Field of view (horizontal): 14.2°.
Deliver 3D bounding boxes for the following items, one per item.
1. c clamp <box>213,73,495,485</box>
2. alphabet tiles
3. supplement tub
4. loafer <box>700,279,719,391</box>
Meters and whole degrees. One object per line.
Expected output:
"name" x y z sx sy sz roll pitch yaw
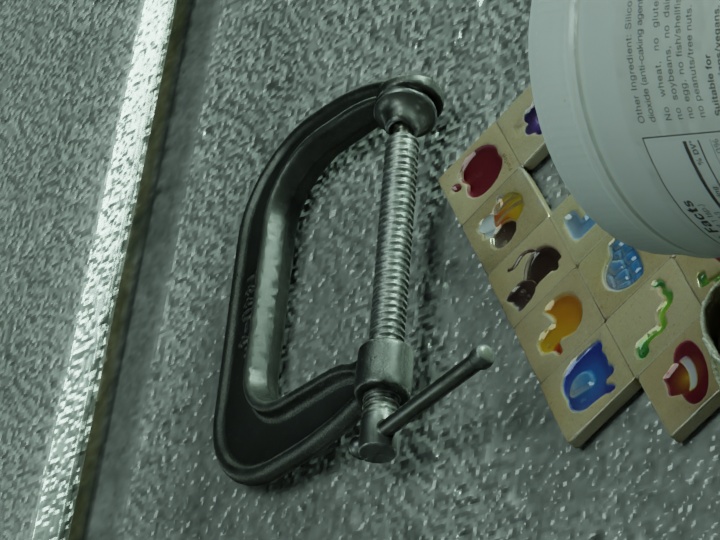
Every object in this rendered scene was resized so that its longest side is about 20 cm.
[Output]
"c clamp" 0.000 0.000 1.108 0.171 0.027 0.201 -40 36 38
"alphabet tiles" 0.113 -0.034 1.014 0.167 0.008 0.200 -45 36 16
"supplement tub" 0.163 -0.072 0.864 0.199 0.132 0.133 -2 60 48
"loafer" 0.172 0.031 0.829 0.199 0.068 0.076 -3 60 51
